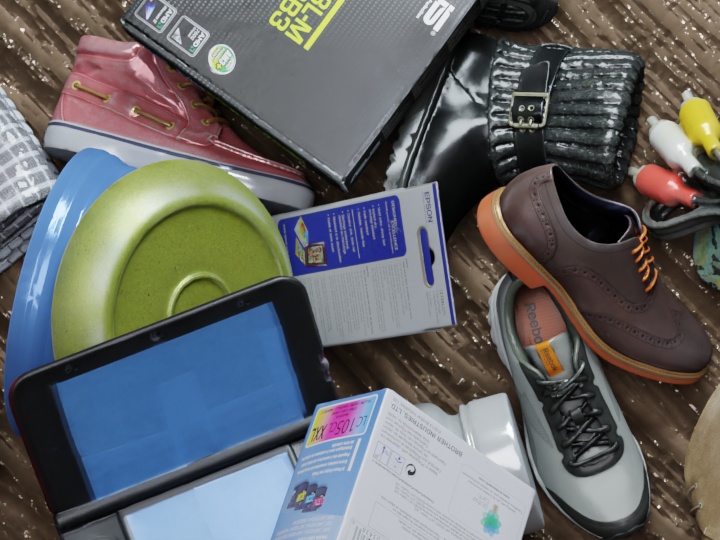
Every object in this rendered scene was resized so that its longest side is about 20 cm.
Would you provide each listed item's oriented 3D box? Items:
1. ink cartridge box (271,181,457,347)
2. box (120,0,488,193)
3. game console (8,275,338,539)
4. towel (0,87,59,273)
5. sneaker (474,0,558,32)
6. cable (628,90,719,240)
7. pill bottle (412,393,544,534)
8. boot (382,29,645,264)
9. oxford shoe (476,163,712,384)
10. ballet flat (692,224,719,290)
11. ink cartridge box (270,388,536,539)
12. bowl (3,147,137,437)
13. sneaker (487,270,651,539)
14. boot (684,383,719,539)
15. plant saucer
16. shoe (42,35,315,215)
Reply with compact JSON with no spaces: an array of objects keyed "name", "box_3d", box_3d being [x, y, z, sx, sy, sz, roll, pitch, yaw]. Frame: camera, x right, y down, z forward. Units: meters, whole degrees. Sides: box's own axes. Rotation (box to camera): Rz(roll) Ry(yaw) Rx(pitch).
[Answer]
[{"name":"ink cartridge box","box_3d":[0.000,0.000,1.648,0.200,0.037,0.095,-10,87,51]},{"name":"box","box_3d":[-0.029,-0.188,1.673,0.193,0.048,0.200,37,86,11]},{"name":"game console","box_3d":[-0.096,0.129,1.537,0.199,0.119,0.173,-21,62,-8]},{"name":"towel","box_3d":[-0.325,-0.056,1.744,0.200,0.086,0.166,-37,77,0]},{"name":"sneaker","box_3d":[0.048,-0.229,1.741,0.199,0.076,0.091,12,70,5]},{"name":"cable","box_3d":[0.234,-0.052,1.636,0.050,0.200,0.097,31,98,-23]},{"name":"pill bottle","box_3d":[0.015,0.154,1.646,0.199,0.113,0.114,-17,78,4]},{"name":"boot","box_3d":[0.102,-0.067,1.692,0.157,0.079,0.212,15,82,10]},{"name":"oxford shoe","box_3d":[0.171,0.005,1.635,0.200,0.071,0.072,36,130,-21]},{"name":"ballet flat","box_3d":[0.296,-0.074,1.674,0.074,0.074,0.200,38,87,12]},{"name":"ink cartridge box","box_3d":[0.012,0.192,1.487,0.136,0.076,0.201,36,56,-27]},{"name":"bowl","box_3d":[-0.185,0.019,1.652,0.039,0.201,0.202,13,82,9]},{"name":"sneaker","box_3d":[0.137,0.088,1.661,0.074,0.079,0.201,-23,79,1]},{"name":"boot","box_3d":[0.248,0.166,1.646,0.075,0.074,0.201,15,77,29]},{"name":"plant saucer","box_3d":[-0.112,0.029,1.602,0.031,0.200,0.201,7,78,48]},{"name":"shoe","box_3d":[-0.119,-0.103,1.732,0.199,0.071,0.091,15,81,10]}]
